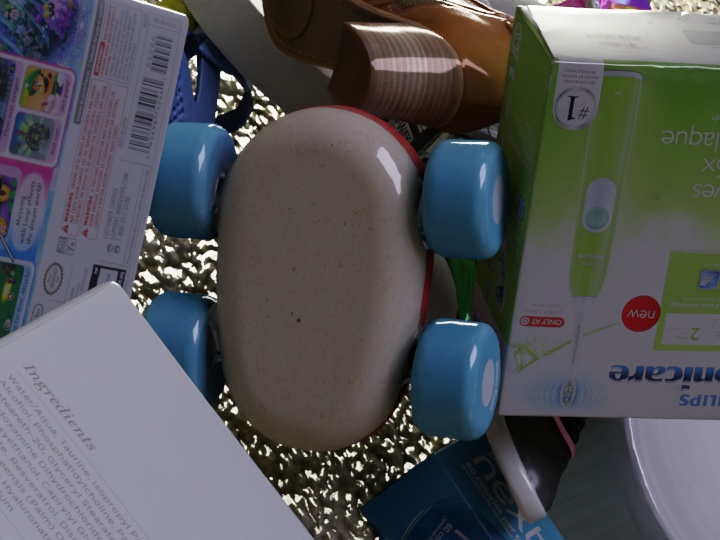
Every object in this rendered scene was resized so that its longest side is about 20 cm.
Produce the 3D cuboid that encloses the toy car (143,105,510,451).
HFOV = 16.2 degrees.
[{"bbox_3d":[0.000,0.000,1.371,0.200,0.183,0.178,-11,105,-73],"label":"toy car"}]

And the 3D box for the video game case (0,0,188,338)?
[{"bbox_3d":[-0.173,-0.046,1.232,0.182,0.024,0.201,12,91,-47],"label":"video game case"}]

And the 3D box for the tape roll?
[{"bbox_3d":[-0.039,-0.163,1.533,0.203,0.037,0.203,39,26,-23],"label":"tape roll"}]

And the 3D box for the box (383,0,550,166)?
[{"bbox_3d":[0.079,-0.107,1.534,0.199,0.050,0.158,18,43,-43],"label":"box"}]

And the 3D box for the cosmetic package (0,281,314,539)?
[{"bbox_3d":[-0.151,0.137,1.044,0.167,0.167,0.200,51,31,3],"label":"cosmetic package"}]

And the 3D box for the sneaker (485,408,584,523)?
[{"bbox_3d":[0.122,0.059,1.426,0.200,0.099,0.071,-84,154,-56],"label":"sneaker"}]

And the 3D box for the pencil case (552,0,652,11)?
[{"bbox_3d":[0.148,-0.079,1.461,0.088,0.088,0.201,27,36,-35],"label":"pencil case"}]

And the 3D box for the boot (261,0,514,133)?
[{"bbox_3d":[0.036,-0.138,1.417,0.154,0.074,0.200,2,39,-28],"label":"boot"}]

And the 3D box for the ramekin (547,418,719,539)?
[{"bbox_3d":[0.190,0.129,1.552,0.202,0.094,0.203,28,49,-38],"label":"ramekin"}]

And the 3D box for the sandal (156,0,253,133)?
[{"bbox_3d":[-0.115,-0.098,1.441,0.087,0.079,0.200,52,32,-5],"label":"sandal"}]

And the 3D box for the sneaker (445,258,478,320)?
[{"bbox_3d":[0.008,-0.011,1.523,0.085,0.078,0.201,10,40,-39],"label":"sneaker"}]

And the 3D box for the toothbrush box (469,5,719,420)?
[{"bbox_3d":[0.145,-0.029,1.328,0.145,0.201,0.086,2,26,-12],"label":"toothbrush box"}]

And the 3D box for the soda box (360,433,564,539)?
[{"bbox_3d":[0.090,0.191,1.411,0.200,0.064,0.068,55,30,9],"label":"soda box"}]
